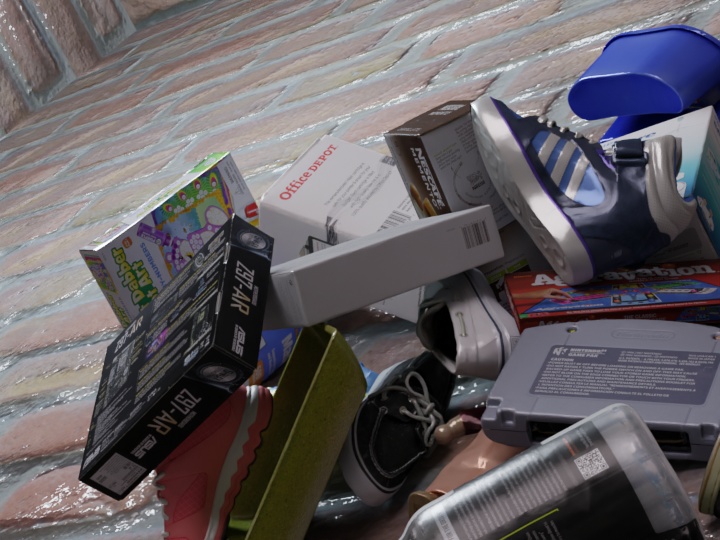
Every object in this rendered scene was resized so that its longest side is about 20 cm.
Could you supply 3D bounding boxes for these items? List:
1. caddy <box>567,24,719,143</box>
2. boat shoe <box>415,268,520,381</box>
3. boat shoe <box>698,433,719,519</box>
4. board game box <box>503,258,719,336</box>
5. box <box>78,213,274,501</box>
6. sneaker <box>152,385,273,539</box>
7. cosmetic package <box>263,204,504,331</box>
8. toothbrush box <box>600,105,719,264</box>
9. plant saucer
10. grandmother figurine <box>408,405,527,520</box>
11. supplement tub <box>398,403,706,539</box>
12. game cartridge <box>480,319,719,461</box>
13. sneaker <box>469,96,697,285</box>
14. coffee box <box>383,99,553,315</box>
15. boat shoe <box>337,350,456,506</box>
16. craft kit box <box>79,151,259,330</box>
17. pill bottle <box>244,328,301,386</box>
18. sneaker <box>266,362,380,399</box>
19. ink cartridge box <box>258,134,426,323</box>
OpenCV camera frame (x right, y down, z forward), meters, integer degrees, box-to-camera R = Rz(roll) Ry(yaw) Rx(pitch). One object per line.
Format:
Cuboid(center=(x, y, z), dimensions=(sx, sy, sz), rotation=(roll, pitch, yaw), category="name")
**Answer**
Cuboid(center=(0.306, -0.171, 1.735), dimensions=(0.105, 0.142, 0.199), rotation=(-43, 24, -26), category="caddy")
Cuboid(center=(0.079, 0.041, 1.481), dimensions=(0.066, 0.074, 0.200), rotation=(0, 12, -16), category="boat shoe")
Cuboid(center=(0.297, 0.092, 1.183), dimensions=(0.064, 0.073, 0.200), rotation=(27, 65, 21), category="boat shoe")
Cuboid(center=(0.223, 0.021, 1.429), dimensions=(0.198, 0.020, 0.103), rotation=(-4, 19, -2), category="board game box")
Cuboid(center=(-0.151, 0.072, 1.421), dimensions=(0.200, 0.043, 0.161), rotation=(-44, 26, 32), category="box")
Cuboid(center=(-0.145, 0.180, 1.451), dimensions=(0.074, 0.086, 0.201), rotation=(148, 145, -78), category="sneaker")
Cuboid(center=(0.000, 0.000, 1.479), dimensions=(0.199, 0.052, 0.150), rotation=(-19, 7, -27), category="cosmetic package")
Cuboid(center=(0.261, -0.056, 1.586), dimensions=(0.145, 0.086, 0.200), rotation=(-19, 22, 24), category="toothbrush box")
Cuboid(center=(-0.051, 0.143, 1.420), dimensions=(0.200, 0.048, 0.201), rotation=(-166, 99, -82), category="plant saucer")
Cuboid(center=(0.113, 0.137, 1.354), dimensions=(0.121, 0.061, 0.200), rotation=(19, 42, 30), category="grandmother figurine")
Cuboid(center=(0.114, 0.183, 1.124), dimensions=(0.199, 0.123, 0.123), rotation=(-28, 19, 0), category="supplement tub")
Cuboid(center=(0.204, 0.086, 1.306), dimensions=(0.198, 0.041, 0.133), rotation=(2, 37, 26), category="game cartridge")
Cuboid(center=(0.196, -0.091, 1.468), dimensions=(0.146, 0.081, 0.201), rotation=(-26, 60, -8), category="sneaker")
Cuboid(center=(0.107, -0.049, 1.583), dimensions=(0.079, 0.201, 0.114), rotation=(-26, 12, -14), category="coffee box")
Cuboid(center=(0.039, 0.125, 1.454), dimensions=(0.068, 0.074, 0.199), rotation=(-35, 5, 27), category="boat shoe")
Cuboid(center=(-0.174, 0.008, 1.853), dimensions=(0.197, 0.201, 0.048), rotation=(-39, 23, -28), category="craft kit box")
Cuboid(center=(-0.101, 0.041, 1.804), dimensions=(0.112, 0.113, 0.200), rotation=(-4, 30, 50), category="pill bottle")
Cuboid(center=(-0.046, 0.131, 1.580), dimensions=(0.199, 0.076, 0.105), rotation=(-3, 19, 38), category="sneaker")
Cuboid(center=(0.015, -0.043, 1.758), dimensions=(0.199, 0.085, 0.146), rotation=(20, 40, 19), category="ink cartridge box")
